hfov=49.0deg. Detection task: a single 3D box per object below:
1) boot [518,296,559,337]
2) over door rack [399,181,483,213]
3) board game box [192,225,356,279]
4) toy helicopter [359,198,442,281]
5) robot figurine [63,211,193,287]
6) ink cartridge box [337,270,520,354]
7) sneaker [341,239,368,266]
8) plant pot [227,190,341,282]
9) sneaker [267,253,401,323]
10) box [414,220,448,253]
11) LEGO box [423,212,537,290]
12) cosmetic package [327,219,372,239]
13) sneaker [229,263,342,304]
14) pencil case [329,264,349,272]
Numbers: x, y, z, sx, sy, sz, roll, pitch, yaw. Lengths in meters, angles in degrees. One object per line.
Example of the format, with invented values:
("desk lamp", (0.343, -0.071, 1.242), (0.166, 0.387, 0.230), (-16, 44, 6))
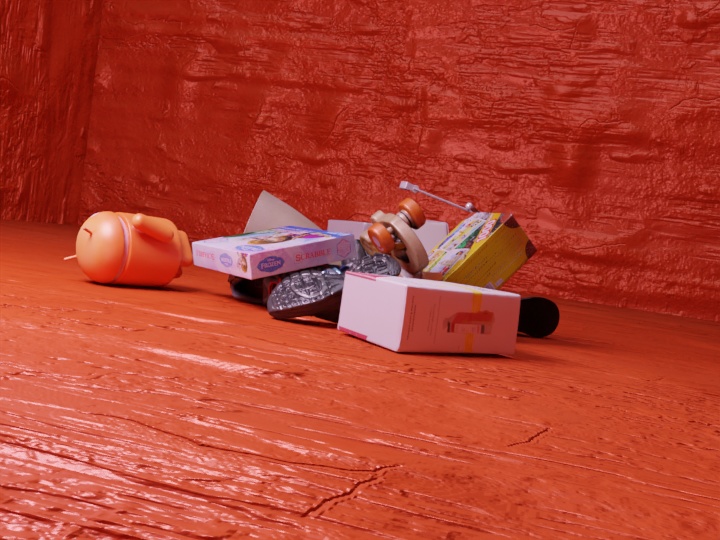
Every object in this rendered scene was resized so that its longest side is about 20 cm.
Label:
("boot", (0.239, 0.069, 1.429), (0.197, 0.071, 0.174), (5, 4, -24))
("over door rack", (0.140, -0.054, 1.380), (0.197, 0.150, 0.067), (20, 0, 2))
("board game box", (-0.143, -0.034, 1.291), (0.197, 0.042, 0.199), (-13, 14, -37))
("toy helicopter", (0.052, -0.033, 1.219), (0.079, 0.133, 0.200), (-38, 15, -15))
("robot figurine", (-0.370, -0.035, 1.278), (0.198, 0.119, 0.143), (5, 4, -45))
("ink cartridge box", (0.092, 0.057, 1.046), (0.198, 0.085, 0.144), (6, 3, -34))
("sneaker", (0.000, 0.000, 1.453), (0.065, 0.092, 0.200), (-4, -20, 6))
("plant pot", (-0.132, -0.027, 1.527), (0.197, 0.190, 0.187), (23, 1, -5))
("sneaker", (-0.034, 0.045, 1.127), (0.197, 0.092, 0.076), (-11, 39, -3))
("box", (0.093, -0.018, 1.658), (0.126, 0.111, 0.200), (4, -21, -17))
("LEGO box", (0.163, 0.001, 1.270), (0.077, 0.200, 0.149), (50, -11, -16))
("cosmetic package", (0.020, -0.039, 2.078), (0.164, 0.170, 0.199), (6, 2, -30))
("sneaker", (-0.119, 0.033, 1.261), (0.197, 0.081, 0.095), (0, 10, 22))
("pencil case", (-0.107, 0.018, 1.355), (0.197, 0.079, 0.087), (9, -27, 27))
